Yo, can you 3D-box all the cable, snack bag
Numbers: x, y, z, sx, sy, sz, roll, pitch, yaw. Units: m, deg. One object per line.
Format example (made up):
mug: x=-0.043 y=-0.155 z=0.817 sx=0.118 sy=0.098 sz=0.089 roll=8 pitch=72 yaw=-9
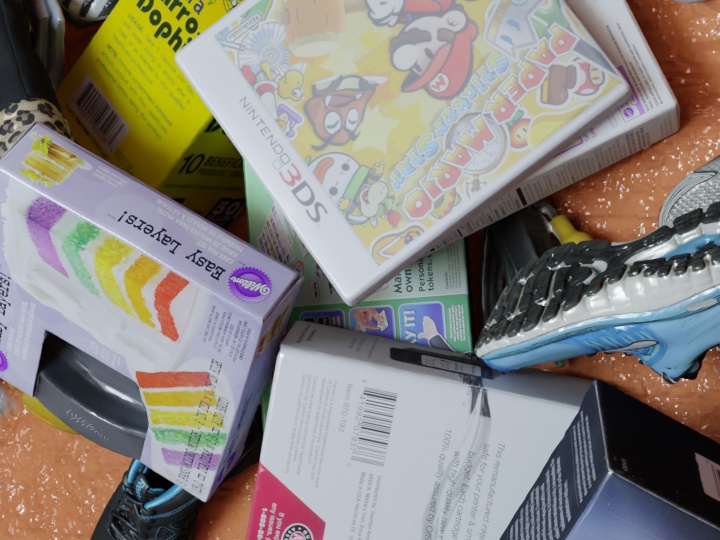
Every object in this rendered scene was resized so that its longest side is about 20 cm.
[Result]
cable: x=0.097 y=-0.037 z=1.277 sx=0.097 sy=0.050 sz=0.202 roll=-42 pitch=56 yaw=44
snack bag: x=-0.232 y=-0.198 z=1.410 sx=0.200 sy=0.021 sz=0.190 roll=113 pitch=140 yaw=-65

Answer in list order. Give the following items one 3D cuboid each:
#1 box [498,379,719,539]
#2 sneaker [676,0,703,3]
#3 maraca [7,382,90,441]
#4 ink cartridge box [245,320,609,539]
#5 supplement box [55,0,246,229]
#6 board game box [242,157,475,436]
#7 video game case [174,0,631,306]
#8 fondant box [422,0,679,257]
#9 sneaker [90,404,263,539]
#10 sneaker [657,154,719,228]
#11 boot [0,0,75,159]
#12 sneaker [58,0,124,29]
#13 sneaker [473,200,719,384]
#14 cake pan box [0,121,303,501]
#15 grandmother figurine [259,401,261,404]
box: x=0.164 y=0.204 z=1.127 sx=0.199 sy=0.123 sz=0.199 roll=27 pitch=110 yaw=-7
sneaker: x=0.147 y=-0.250 z=1.184 sx=0.073 sy=0.115 sz=0.202 roll=-19 pitch=82 yaw=30
maraca: x=-0.193 y=0.016 z=1.400 sx=0.137 sy=0.106 sz=0.202 roll=-147 pitch=49 yaw=-60
ink cartridge box: x=0.041 y=0.124 z=1.230 sx=0.198 sy=0.083 sz=0.147 roll=12 pitch=101 yaw=4
supplement box: x=-0.093 y=-0.132 z=1.344 sx=0.110 sy=0.108 sz=0.200 roll=50 pitch=116 yaw=23
board game box: x=0.000 y=0.000 z=1.284 sx=0.133 sy=0.029 sz=0.202 roll=-4 pitch=91 yaw=7
video game case: x=0.022 y=-0.111 z=1.195 sx=0.199 sy=0.023 sz=0.183 roll=-37 pitch=75 yaw=2
fondant box: x=0.066 y=-0.107 z=1.228 sx=0.199 sy=0.058 sz=0.145 roll=-26 pitch=76 yaw=4
sneaker: x=-0.139 y=0.149 z=1.396 sx=0.073 sy=0.082 sz=0.201 roll=43 pitch=114 yaw=22
sneaker: x=0.250 y=-0.041 z=1.139 sx=0.199 sy=0.082 sz=0.079 roll=-9 pitch=87 yaw=34
boot: x=-0.229 y=-0.089 z=1.323 sx=0.151 sy=0.073 sz=0.201 roll=67 pitch=152 yaw=28
sneaker: x=-0.141 y=-0.243 z=1.397 sx=0.075 sy=0.115 sz=0.201 roll=38 pitch=77 yaw=-4
sneaker: x=0.150 y=0.033 z=1.164 sx=0.199 sy=0.079 sz=0.090 roll=-15 pitch=119 yaw=38
cake pan box: x=-0.141 y=0.030 z=1.252 sx=0.183 sy=0.052 sz=0.201 roll=32 pitch=141 yaw=8
grandmother figurine: x=-0.017 y=0.070 z=1.329 sx=0.120 sy=0.061 sz=0.202 roll=2 pitch=94 yaw=5
